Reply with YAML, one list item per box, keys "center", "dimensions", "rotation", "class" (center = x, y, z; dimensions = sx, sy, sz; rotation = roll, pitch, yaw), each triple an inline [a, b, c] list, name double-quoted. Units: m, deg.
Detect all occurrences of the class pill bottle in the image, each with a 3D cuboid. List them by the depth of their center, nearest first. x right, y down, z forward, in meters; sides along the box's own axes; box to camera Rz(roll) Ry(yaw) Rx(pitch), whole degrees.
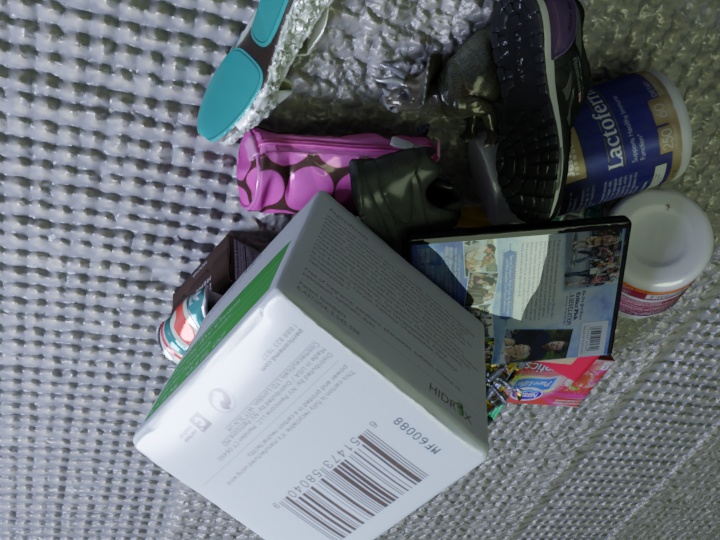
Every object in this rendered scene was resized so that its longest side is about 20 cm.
- center: [0.216, -0.120, 0.703]
  dimensions: [0.198, 0.116, 0.116]
  rotation: [-18, 132, 1]
  class: "pill bottle"
- center: [0.323, -0.009, 0.788]
  dimensions: [0.108, 0.111, 0.200]
  rotation: [-23, 161, 7]
  class: "pill bottle"

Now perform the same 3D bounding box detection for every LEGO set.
- center: [0.099, 0.116, 0.784]
  dimensions: [0.115, 0.154, 0.201]
  rotation: [-22, 155, -37]
  class: "LEGO set"

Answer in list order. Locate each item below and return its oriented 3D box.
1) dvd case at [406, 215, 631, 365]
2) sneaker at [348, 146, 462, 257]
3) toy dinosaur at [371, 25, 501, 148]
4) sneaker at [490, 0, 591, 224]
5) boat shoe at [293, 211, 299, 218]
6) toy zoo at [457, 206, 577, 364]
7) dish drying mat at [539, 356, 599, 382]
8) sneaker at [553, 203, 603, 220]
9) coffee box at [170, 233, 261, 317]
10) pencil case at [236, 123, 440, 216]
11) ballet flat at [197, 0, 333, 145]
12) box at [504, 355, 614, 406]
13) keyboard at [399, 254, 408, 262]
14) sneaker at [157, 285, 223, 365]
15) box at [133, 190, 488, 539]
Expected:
- center: [0.142, 0.024, 0.634]
  dimensions: [0.197, 0.018, 0.144]
  rotation: [-4, 119, -2]
  class: "dvd case"
- center: [0.057, -0.041, 0.652]
  dimensions: [0.090, 0.077, 0.200]
  rotation: [-18, 150, 10]
  class: "sneaker"
- center: [0.121, -0.183, 0.647]
  dimensions: [0.198, 0.077, 0.103]
  rotation: [-29, 115, 2]
  class: "toy dinosaur"
- center: [0.174, -0.143, 0.612]
  dimensions: [0.087, 0.075, 0.203]
  rotation: [-14, 108, -31]
  class: "sneaker"
- center: [0.000, 0.000, 0.721]
  dimensions: [0.070, 0.070, 0.199]
  rotation: [-22, 152, 27]
  class: "boat shoe"
- center: [0.154, 0.000, 0.740]
  dimensions: [0.129, 0.202, 0.021]
  rotation: [6, 146, -8]
  class: "toy zoo"
- center: [0.186, 0.057, 0.815]
  dimensions: [0.199, 0.018, 0.077]
  rotation: [30, 133, 4]
  class: "dish drying mat"
- center: [0.243, -0.014, 0.840]
  dimensions: [0.091, 0.077, 0.202]
  rotation: [-22, 135, -51]
  class: "sneaker"
- center: [-0.106, 0.061, 0.802]
  dimensions: [0.199, 0.080, 0.113]
  rotation: [30, 119, -33]
  class: "coffee box"
- center: [-0.022, -0.100, 0.682]
  dimensions: [0.197, 0.092, 0.094]
  rotation: [-2, 166, -15]
  class: "pencil case"
- center: [-0.074, -0.188, 0.608]
  dimensions: [0.071, 0.072, 0.201]
  rotation: [20, 123, -28]
  class: "ballet flat"
- center: [0.216, 0.110, 0.915]
  dimensions: [0.198, 0.096, 0.100]
  rotation: [8, 130, -20]
  class: "box"
- center: [0.030, 0.060, 0.695]
  dimensions: [0.126, 0.021, 0.201]
  rotation: [1, 136, -23]
  class: "keyboard"
- center: [-0.101, 0.077, 0.714]
  dimensions: [0.198, 0.071, 0.093]
  rotation: [26, 125, -27]
  class: "sneaker"
- center: [-0.031, 0.090, 0.567]
  dimensions: [0.199, 0.172, 0.199]
  rotation: [40, 117, -12]
  class: "box"
